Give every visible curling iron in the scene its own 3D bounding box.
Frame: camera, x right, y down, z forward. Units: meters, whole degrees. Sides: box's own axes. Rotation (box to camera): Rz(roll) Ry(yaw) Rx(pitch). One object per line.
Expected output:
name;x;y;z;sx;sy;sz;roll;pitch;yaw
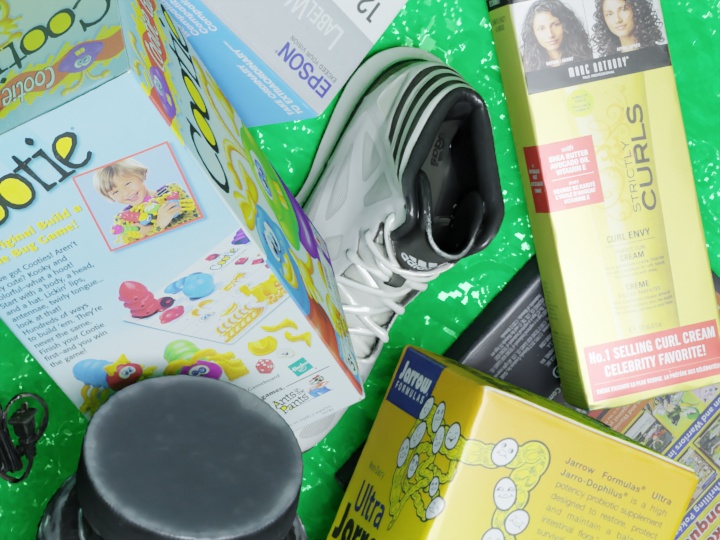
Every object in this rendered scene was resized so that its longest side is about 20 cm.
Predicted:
curling iron;-0.211;0.017;1.034;0.049;0.026;0.200;-31;108;33

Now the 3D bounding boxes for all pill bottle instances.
pill bottle;-0.080;0.142;0.938;0.111;0.112;0.201;1;133;-15

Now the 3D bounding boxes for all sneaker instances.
sneaker;0.000;0.000;1.042;0.075;0.115;0.201;20;97;-18

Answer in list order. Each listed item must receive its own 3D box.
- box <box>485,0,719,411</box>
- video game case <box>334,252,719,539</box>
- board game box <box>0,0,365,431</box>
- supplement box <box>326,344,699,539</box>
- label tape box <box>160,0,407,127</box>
box;0.113;-0.041;1.076;0.075;0.050;0.201;-11;94;-7
video game case;0.117;0.087;1.140;0.181;0.025;0.200;43;88;-19
board game box;-0.093;-0.021;0.934;0.104;0.103;0.200;-25;132;9
supplement box;0.044;0.150;1.009;0.109;0.109;0.201;22;90;-19
label tape box;-0.052;-0.137;0.964;0.143;0.066;0.200;42;79;-38
